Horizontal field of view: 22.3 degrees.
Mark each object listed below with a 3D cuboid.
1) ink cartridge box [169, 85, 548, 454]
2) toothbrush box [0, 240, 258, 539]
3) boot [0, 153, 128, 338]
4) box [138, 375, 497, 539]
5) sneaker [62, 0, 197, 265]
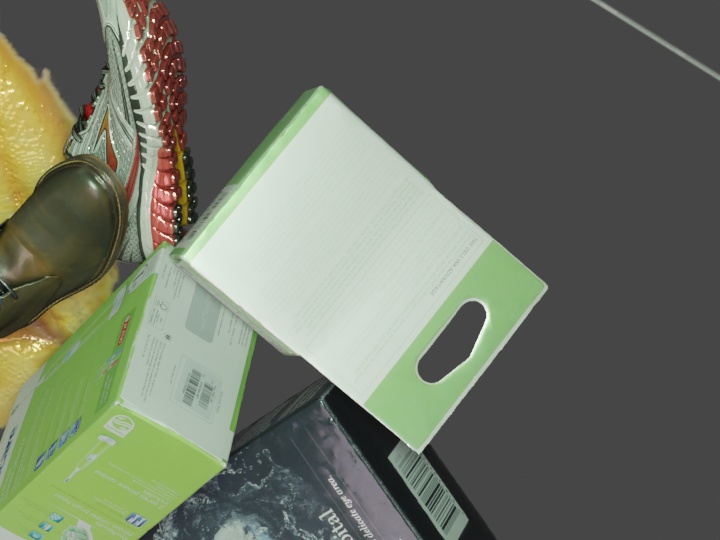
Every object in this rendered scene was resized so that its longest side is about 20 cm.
[{"bbox_3d":[0.000,0.000,1.171,0.200,0.048,0.146,41,79,-12],"label":"ink cartridge box"},{"bbox_3d":[-0.161,0.100,1.194,0.086,0.146,0.200,33,129,-21],"label":"toothbrush box"},{"bbox_3d":[-0.221,0.003,1.173,0.075,0.097,0.200,47,138,1],"label":"boot"},{"bbox_3d":[-0.030,0.197,1.247,0.200,0.117,0.197,-34,93,21],"label":"box"},{"bbox_3d":[-0.156,-0.091,1.172,0.082,0.078,0.200,3,115,8],"label":"sneaker"}]
